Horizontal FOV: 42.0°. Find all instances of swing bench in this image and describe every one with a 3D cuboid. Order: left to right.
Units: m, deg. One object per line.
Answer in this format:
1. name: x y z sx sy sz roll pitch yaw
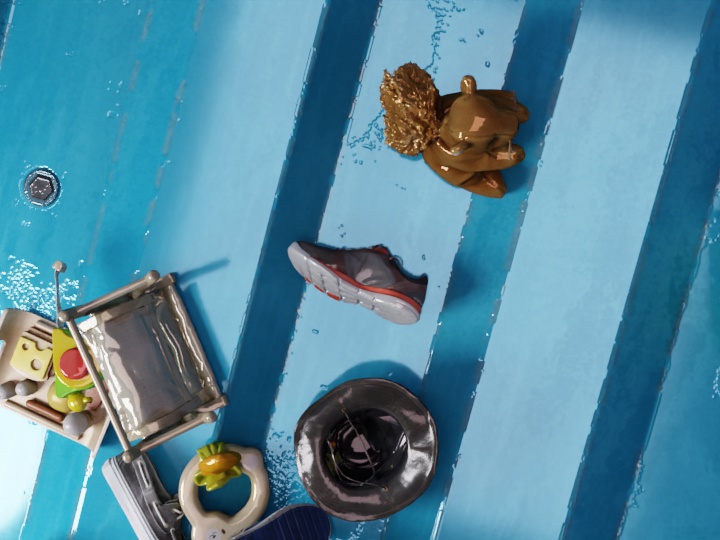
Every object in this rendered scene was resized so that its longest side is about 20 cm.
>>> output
1. swing bench: -0.270 0.116 1.207 0.129 0.200 0.200 -24 90 -5

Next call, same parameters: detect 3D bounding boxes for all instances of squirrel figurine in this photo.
1. squirrel figurine: 0.112 -0.179 1.169 0.198 0.187 0.143 14 94 4

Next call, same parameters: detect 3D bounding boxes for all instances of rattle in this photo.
1. rattle: -0.178 0.336 1.245 0.129 0.143 0.202 13 83 -27

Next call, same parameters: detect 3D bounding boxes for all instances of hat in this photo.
1. hat: 0.014 0.233 1.255 0.199 0.081 0.203 1 93 14

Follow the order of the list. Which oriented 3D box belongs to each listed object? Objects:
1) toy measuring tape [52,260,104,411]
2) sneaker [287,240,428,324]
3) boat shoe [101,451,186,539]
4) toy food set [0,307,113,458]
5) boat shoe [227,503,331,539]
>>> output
1. toy measuring tape: -0.372 0.086 1.249 0.073 0.074 0.202 -5 83 5
2. sneaker: 0.000 0.000 1.259 0.199 0.077 0.082 26 68 2
3. boat shoe: -0.275 0.332 1.287 0.071 0.072 0.201 -33 94 -2
4. toy food set: -0.427 0.155 1.297 0.199 0.060 0.144 24 95 3
5. boat shoe: -0.126 0.359 1.239 0.072 0.199 0.073 -27 75 42
